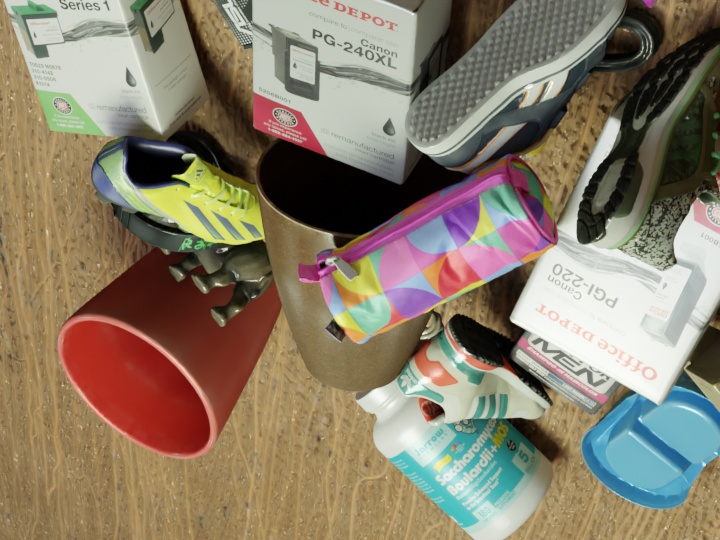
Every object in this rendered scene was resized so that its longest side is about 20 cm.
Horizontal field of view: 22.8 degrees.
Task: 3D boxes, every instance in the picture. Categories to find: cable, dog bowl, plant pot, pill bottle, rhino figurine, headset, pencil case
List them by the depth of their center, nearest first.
[{"bbox_3d":[0.056,-0.015,1.398,0.199,0.089,0.089,-27,115,16],"label":"pencil case"},{"bbox_3d":[0.157,-0.166,1.432,0.200,0.050,0.097,-37,86,41],"label":"cable"},{"bbox_3d":[0.000,0.000,1.572,0.186,0.187,0.201,20,129,23],"label":"plant pot"},{"bbox_3d":[0.285,0.148,1.644,0.111,0.050,0.200,39,145,-1],"label":"dog bowl"},{"bbox_3d":[-0.194,-0.104,1.725,0.200,0.123,0.094,47,140,30],"label":"headset"},{"bbox_3d":[-0.154,-0.031,1.763,0.200,0.087,0.060,44,157,40],"label":"rhino figurine"},{"bbox_3d":[0.089,0.171,1.783,0.200,0.111,0.111,43,144,-8],"label":"pill bottle"},{"bbox_3d":[-0.185,0.063,1.840,0.199,0.178,0.201,22,142,19],"label":"plant pot"}]

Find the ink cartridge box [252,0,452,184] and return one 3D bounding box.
[{"bbox_3d":[-0.009,-0.184,1.424,0.144,0.084,0.201,22,145,14],"label":"ink cartridge box"}]

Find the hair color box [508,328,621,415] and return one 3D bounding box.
[{"bbox_3d":[0.215,0.037,1.572,0.100,0.061,0.200,34,144,4],"label":"hair color box"}]

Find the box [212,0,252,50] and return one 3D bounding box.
[{"bbox_3d":[-0.073,-0.287,1.467,0.192,0.048,0.201,-7,126,41],"label":"box"}]

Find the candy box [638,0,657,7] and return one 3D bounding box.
[{"bbox_3d":[0.150,-0.293,1.259,0.199,0.061,0.137,31,145,10],"label":"candy box"}]

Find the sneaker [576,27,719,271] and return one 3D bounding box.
[{"bbox_3d":[0.236,-0.087,1.319,0.088,0.201,0.077,34,171,-20],"label":"sneaker"}]

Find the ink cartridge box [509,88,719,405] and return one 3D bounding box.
[{"bbox_3d":[0.227,-0.018,1.418,0.145,0.085,0.201,29,120,11],"label":"ink cartridge box"}]

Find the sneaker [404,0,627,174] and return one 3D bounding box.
[{"bbox_3d":[0.130,-0.151,1.382,0.199,0.079,0.079,-37,141,18],"label":"sneaker"}]

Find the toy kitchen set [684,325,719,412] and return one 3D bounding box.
[{"bbox_3d":[0.393,0.088,1.455,0.163,0.180,0.200,49,178,-12],"label":"toy kitchen set"}]

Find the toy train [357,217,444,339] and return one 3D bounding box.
[{"bbox_3d":[0.018,-0.011,1.679,0.199,0.085,0.116,19,127,24],"label":"toy train"}]

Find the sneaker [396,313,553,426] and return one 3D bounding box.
[{"bbox_3d":[0.102,0.106,1.659,0.200,0.093,0.071,31,-154,-56],"label":"sneaker"}]

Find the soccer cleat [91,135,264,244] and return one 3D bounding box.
[{"bbox_3d":[-0.148,-0.074,1.635,0.199,0.065,0.084,15,149,-27],"label":"soccer cleat"}]

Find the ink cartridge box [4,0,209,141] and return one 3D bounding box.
[{"bbox_3d":[-0.239,-0.228,1.625,0.145,0.084,0.201,7,129,32],"label":"ink cartridge box"}]
